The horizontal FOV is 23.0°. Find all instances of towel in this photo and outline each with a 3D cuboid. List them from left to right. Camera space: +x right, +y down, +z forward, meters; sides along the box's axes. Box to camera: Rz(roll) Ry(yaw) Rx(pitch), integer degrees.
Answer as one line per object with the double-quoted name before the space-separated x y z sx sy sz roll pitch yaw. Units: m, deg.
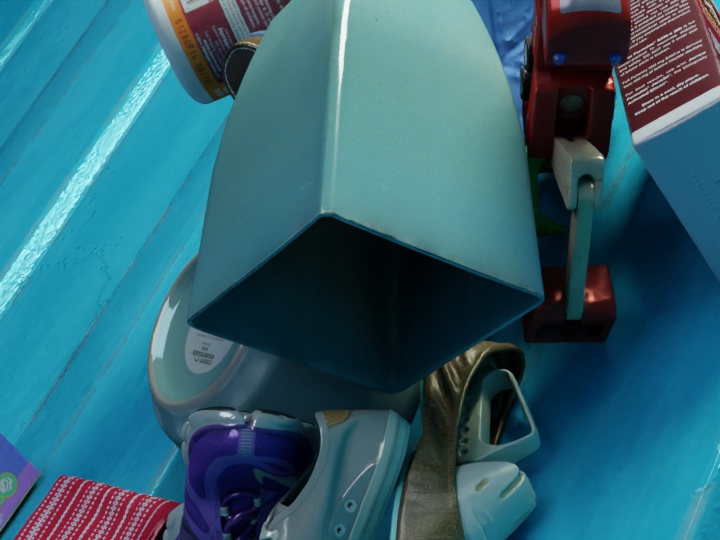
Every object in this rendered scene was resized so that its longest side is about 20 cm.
"towel" -0.204 0.209 1.224 0.199 0.022 0.145 1 51 55

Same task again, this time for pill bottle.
"pill bottle" -0.045 -0.203 1.229 0.198 0.110 0.110 -23 30 6

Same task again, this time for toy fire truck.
"toy fire truck" 0.115 -0.066 0.957 0.048 0.201 0.142 -1 56 -1

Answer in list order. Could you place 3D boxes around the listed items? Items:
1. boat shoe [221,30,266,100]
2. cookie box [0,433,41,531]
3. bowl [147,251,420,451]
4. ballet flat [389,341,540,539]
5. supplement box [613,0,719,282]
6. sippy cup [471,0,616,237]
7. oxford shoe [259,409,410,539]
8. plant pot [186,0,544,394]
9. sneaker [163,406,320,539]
"boat shoe" -0.033 -0.090 1.123 0.200 0.072 0.073 41 127 34
"cookie box" -0.366 0.198 1.406 0.199 0.075 0.172 0 50 55
"bowl" -0.058 0.050 1.094 0.200 0.104 0.203 -33 42 37
"ballet flat" 0.062 0.106 0.964 0.072 0.068 0.201 -13 33 20
"supplement box" 0.191 -0.097 1.004 0.060 0.109 0.201 -28 31 17
"sippy cup" 0.102 -0.119 1.115 0.139 0.130 0.179 29 94 22
"oxford shoe" -0.032 0.164 0.949 0.075 0.057 0.202 -166 97 -85
"plant pot" 0.004 -0.065 0.977 0.141 0.140 0.202 -35 44 47
"sneaker" -0.070 0.149 1.008 0.201 0.080 0.084 106 168 -49
